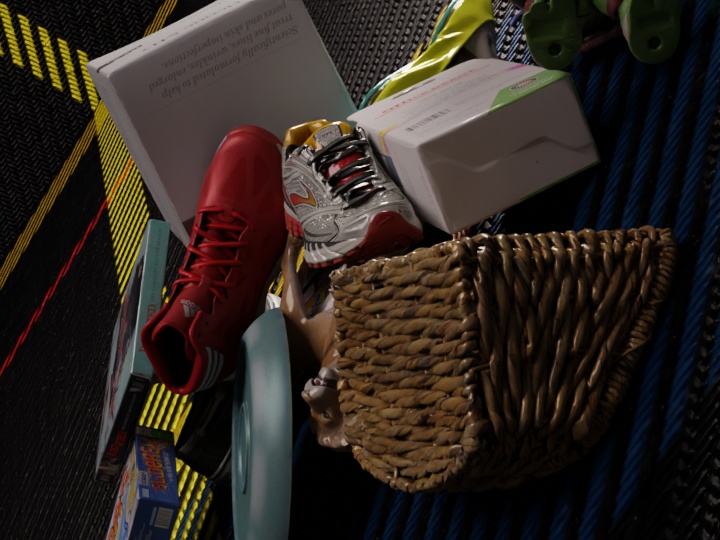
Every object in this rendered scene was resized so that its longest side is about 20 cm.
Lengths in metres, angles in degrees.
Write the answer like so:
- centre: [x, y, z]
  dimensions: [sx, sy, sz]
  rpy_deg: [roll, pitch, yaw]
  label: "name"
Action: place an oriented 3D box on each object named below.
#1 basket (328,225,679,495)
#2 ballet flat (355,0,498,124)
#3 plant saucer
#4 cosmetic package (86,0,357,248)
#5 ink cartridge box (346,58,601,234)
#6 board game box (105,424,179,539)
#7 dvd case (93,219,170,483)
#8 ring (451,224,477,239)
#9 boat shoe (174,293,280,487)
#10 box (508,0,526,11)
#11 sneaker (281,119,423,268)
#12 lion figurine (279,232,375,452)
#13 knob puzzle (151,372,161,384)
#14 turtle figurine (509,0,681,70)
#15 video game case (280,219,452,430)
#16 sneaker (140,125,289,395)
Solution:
- centre: [0.086, 0.055, 1.046]
  dimensions: [0.200, 0.149, 0.143]
  rpy_deg: [166, 99, -66]
  label: "basket"
- centre: [0.070, -0.152, 1.399]
  dimensions: [0.200, 0.067, 0.067]
  rpy_deg: [-49, -23, -41]
  label: "ballet flat"
- centre: [-0.072, 0.126, 1.269]
  dimensions: [0.200, 0.027, 0.201]
  rpy_deg: [-179, 90, -82]
  label: "plant saucer"
- centre: [-0.107, -0.125, 1.444]
  dimensions: [0.165, 0.165, 0.200]
  rpy_deg: [-28, 14, -8]
  label: "cosmetic package"
- centre: [0.072, -0.091, 1.234]
  dimensions: [0.117, 0.067, 0.200]
  rpy_deg: [-26, 15, -8]
  label: "ink cartridge box"
- centre: [-0.188, 0.244, 1.451]
  dimensions: [0.135, 0.034, 0.201]
  rpy_deg: [-113, 37, -69]
  label: "board game box"
- centre: [-0.190, 0.070, 1.485]
  dimensions: [0.200, 0.022, 0.146]
  rpy_deg: [116, 160, -56]
  label: "dvd case"
- centre: [0.028, 0.035, 1.310]
  dimensions: [0.201, 0.019, 0.201]
  rpy_deg: [-51, 18, 24]
  label: "ring"
- centre: [-0.110, 0.089, 1.528]
  dimensions: [0.071, 0.064, 0.200]
  rpy_deg: [-44, 23, 41]
  label: "boat shoe"
- centre: [0.140, -0.325, 1.338]
  dimensions: [0.200, 0.164, 0.166]
  rpy_deg: [-51, 19, 26]
  label: "box"
- centre: [-0.017, -0.055, 1.221]
  dimensions: [0.200, 0.078, 0.082]
  rpy_deg: [-145, 41, -67]
  label: "sneaker"
- centre: [-0.019, 0.048, 1.255]
  dimensions: [0.200, 0.072, 0.123]
  rpy_deg: [-147, 73, -71]
  label: "lion figurine"
- centre: [-0.115, 0.032, 1.511]
  dimensions: [0.220, 0.030, 0.220]
  rpy_deg: [-42, 15, 14]
  label: "knob puzzle"
- centre: [0.148, -0.223, 1.188]
  dimensions: [0.200, 0.144, 0.194]
  rpy_deg: [-56, 20, 24]
  label: "turtle figurine"
- centre: [0.000, 0.000, 1.375]
  dimensions: [0.200, 0.025, 0.181]
  rpy_deg: [-51, 19, 24]
  label: "video game case"
- centre: [-0.101, 0.000, 1.294]
  dimensions: [0.116, 0.078, 0.201]
  rpy_deg: [-42, -39, -70]
  label: "sneaker"
